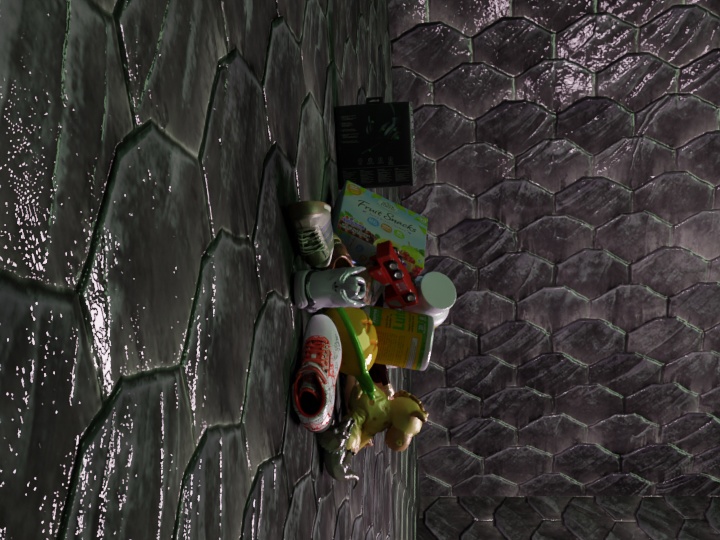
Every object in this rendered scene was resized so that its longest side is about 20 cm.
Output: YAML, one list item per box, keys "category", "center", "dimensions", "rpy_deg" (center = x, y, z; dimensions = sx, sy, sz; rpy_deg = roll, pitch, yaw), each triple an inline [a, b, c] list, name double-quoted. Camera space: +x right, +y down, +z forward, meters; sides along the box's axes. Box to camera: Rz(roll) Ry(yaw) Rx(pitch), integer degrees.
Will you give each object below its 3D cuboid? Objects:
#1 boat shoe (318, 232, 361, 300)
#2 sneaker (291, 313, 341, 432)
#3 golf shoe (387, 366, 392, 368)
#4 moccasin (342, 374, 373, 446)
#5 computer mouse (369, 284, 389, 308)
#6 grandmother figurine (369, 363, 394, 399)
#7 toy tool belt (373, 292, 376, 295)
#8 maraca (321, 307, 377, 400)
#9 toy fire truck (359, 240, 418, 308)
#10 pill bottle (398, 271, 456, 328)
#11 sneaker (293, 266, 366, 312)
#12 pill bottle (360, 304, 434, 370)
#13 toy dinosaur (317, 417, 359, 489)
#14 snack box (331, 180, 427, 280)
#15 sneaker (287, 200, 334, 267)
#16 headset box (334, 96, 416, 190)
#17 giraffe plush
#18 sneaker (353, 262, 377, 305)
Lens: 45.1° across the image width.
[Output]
- category: "boat shoe"
  center: [-0.036, 0.019, 1.621]
  dimensions: [0.068, 0.072, 0.201]
  rpy_deg: [48, -15, 40]
- category: "sneaker"
  center: [-0.071, 0.157, 1.416]
  dimensions: [0.108, 0.066, 0.204]
  rpy_deg: [75, 17, -70]
- category: "golf shoe"
  center: [0.016, 0.186, 2.103]
  dimensions: [0.200, 0.091, 0.076]
  rpy_deg: [50, 30, -40]
- category: "moccasin"
  center: [0.001, 0.291, 1.899]
  dimensions: [0.074, 0.077, 0.204]
  rpy_deg: [-42, 129, -80]
- category: "computer mouse"
  center: [0.015, 0.121, 1.834]
  dimensions: [0.201, 0.044, 0.110]
  rpy_deg: [-59, 179, 9]
- category: "grandmother figurine"
  center: [0.042, 0.233, 1.921]
  dimensions: [0.121, 0.060, 0.202]
  rpy_deg: [29, -40, 48]
- category: "toy tool belt"
  center: [0.072, 0.129, 1.995]
  dimensions: [0.123, 0.199, 0.126]
  rpy_deg: [-42, -154, 36]
- category: "maraca"
  center: [-0.016, 0.146, 1.621]
  dimensions: [0.137, 0.106, 0.202]
  rpy_deg: [-146, -145, -74]
- category: "toy fire truck"
  center: [0.017, 0.006, 1.706]
  dimensions: [0.049, 0.140, 0.201]
  rpy_deg: [-85, 151, -48]
- category: "pill bottle"
  center: [0.119, 0.082, 1.845]
  dimensions: [0.200, 0.111, 0.114]
  rpy_deg: [134, -37, -54]
- category: "sneaker"
  center: [-0.043, 0.033, 1.478]
  dimensions: [0.200, 0.113, 0.076]
  rpy_deg: [15, 74, -83]
- category: "pill bottle"
  center: [0.041, 0.130, 1.731]
  dimensions: [0.111, 0.197, 0.112]
  rpy_deg: [-171, -90, -88]
- category: "toy dinosaur"
  center: [-0.045, 0.342, 1.629]
  dimensions: [0.102, 0.076, 0.202]
  rpy_deg: [-58, 152, -56]
- category: "snack box"
  center: [0.036, -0.078, 1.795]
  dimensions: [0.068, 0.198, 0.170]
  rpy_deg: [-54, -164, 38]
- category: "sneaker"
  center: [-0.075, -0.054, 1.430]
  dimensions: [0.200, 0.066, 0.091]
  rpy_deg: [59, 25, -82]
- category: "headset box"
  center: [0.035, -0.289, 1.961]
  dimensions: [0.093, 0.172, 0.203]
  rpy_deg: [-54, 140, -77]
- category: "giraffe plush"
  center: [0.051, 0.300, 1.764]
  dimensions: [0.173, 0.160, 0.202]
  rpy_deg: [-74, -178, -72]
- category: "sneaker"
  center: [0.000, 0.000, 1.831]
  dimensions: [0.200, 0.087, 0.076]
  rpy_deg: [-56, 149, -49]
